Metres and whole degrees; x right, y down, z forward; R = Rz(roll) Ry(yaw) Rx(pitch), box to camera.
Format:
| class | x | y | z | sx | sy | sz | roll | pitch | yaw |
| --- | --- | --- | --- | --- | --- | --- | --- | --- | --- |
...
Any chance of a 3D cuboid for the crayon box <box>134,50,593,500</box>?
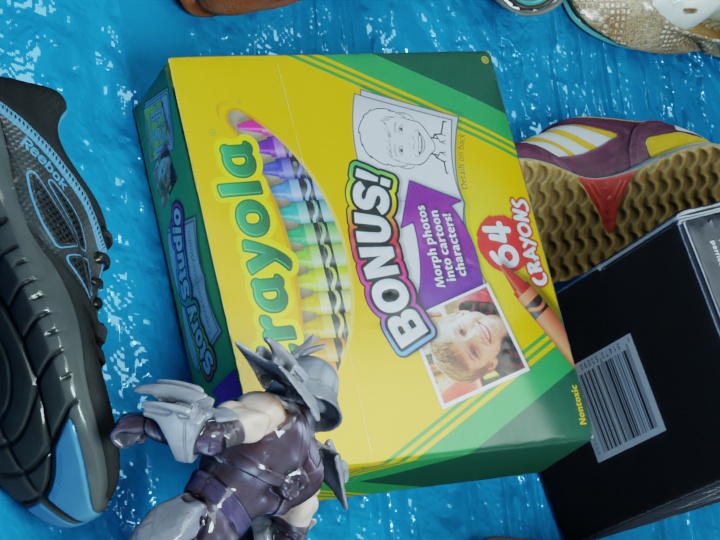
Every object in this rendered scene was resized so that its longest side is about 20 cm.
| class | x | y | z | sx | sy | sz | roll | pitch | yaw |
| --- | --- | --- | --- | --- | --- | --- | --- | --- | --- |
| crayon box | 0.000 | 0.000 | 1.075 | 0.172 | 0.058 | 0.201 | -4 | 70 | -29 |

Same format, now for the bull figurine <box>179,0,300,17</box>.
| class | x | y | z | sx | sy | sz | roll | pitch | yaw |
| --- | --- | --- | --- | --- | --- | --- | --- | --- | --- |
| bull figurine | -0.010 | -0.183 | 1.167 | 0.065 | 0.122 | 0.199 | 36 | 40 | 29 |

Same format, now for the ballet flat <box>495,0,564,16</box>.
| class | x | y | z | sx | sy | sz | roll | pitch | yaw |
| --- | --- | --- | --- | --- | --- | --- | --- | --- | --- |
| ballet flat | 0.043 | -0.222 | 1.284 | 0.200 | 0.067 | 0.064 | 48 | 8 | -15 |

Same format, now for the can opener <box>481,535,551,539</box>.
| class | x | y | z | sx | sy | sz | roll | pitch | yaw |
| --- | --- | --- | --- | --- | --- | --- | --- | --- | --- |
| can opener | 0.142 | 0.162 | 1.072 | 0.053 | 0.199 | 0.067 | -57 | 144 | -47 |

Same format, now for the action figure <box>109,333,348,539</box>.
| class | x | y | z | sx | sy | sz | roll | pitch | yaw |
| --- | --- | --- | --- | --- | --- | --- | --- | --- | --- |
| action figure | -0.067 | 0.105 | 0.922 | 0.200 | 0.069 | 0.130 | -56 | 138 | -23 |

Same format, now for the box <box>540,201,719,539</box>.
| class | x | y | z | sx | sy | sz | roll | pitch | yaw |
| --- | --- | --- | --- | --- | --- | --- | --- | --- | --- |
| box | 0.205 | 0.038 | 1.143 | 0.196 | 0.200 | 0.125 | -15 | 79 | -27 |

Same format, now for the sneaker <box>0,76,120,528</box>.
| class | x | y | z | sx | sy | sz | roll | pitch | yaw |
| --- | --- | --- | --- | --- | --- | --- | --- | --- | --- |
| sneaker | -0.129 | 0.006 | 0.962 | 0.082 | 0.073 | 0.201 | -5 | 72 | -48 |

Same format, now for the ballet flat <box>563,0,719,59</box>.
| class | x | y | z | sx | sy | sz | roll | pitch | yaw |
| --- | --- | --- | --- | --- | --- | --- | --- | --- | --- |
| ballet flat | 0.206 | -0.165 | 1.402 | 0.199 | 0.065 | 0.071 | 2 | 67 | -44 |

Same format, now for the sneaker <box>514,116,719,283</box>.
| class | x | y | z | sx | sy | sz | roll | pitch | yaw |
| --- | --- | --- | --- | --- | --- | --- | --- | --- | --- |
| sneaker | 0.100 | -0.040 | 1.230 | 0.199 | 0.090 | 0.075 | -5 | 108 | -25 |
